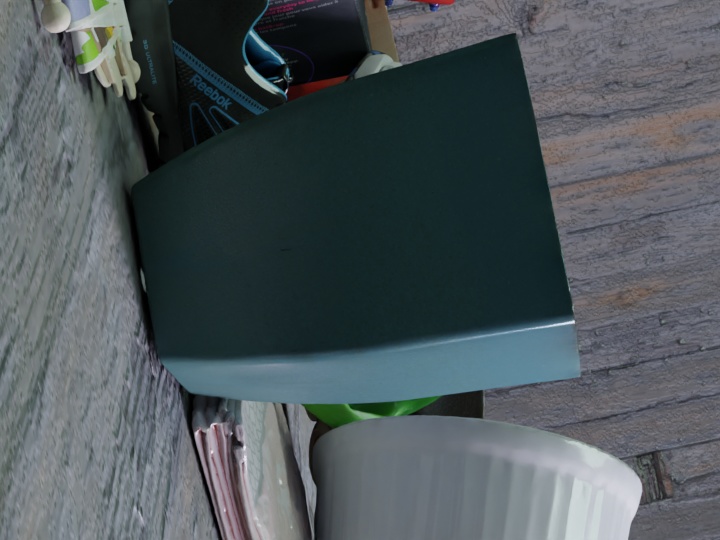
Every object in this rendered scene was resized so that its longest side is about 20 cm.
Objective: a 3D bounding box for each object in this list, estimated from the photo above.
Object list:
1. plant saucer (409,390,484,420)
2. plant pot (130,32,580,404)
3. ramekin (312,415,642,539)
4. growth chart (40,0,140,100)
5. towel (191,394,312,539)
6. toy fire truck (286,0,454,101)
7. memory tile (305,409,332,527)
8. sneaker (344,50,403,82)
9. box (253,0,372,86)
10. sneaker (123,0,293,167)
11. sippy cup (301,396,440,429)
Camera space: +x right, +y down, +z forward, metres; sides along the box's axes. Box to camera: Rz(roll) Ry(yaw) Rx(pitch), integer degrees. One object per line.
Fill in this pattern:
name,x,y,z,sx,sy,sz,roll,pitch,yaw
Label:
plant saucer,0.029,0.090,1.615,0.200,0.036,0.202,-179,-90,-69
plant pot,-0.003,-0.009,1.187,0.141,0.198,0.143,62,17,-75
ramekin,0.064,0.164,1.438,0.201,0.199,0.099,70,26,-67
growth chart,-0.129,-0.151,1.096,0.200,0.018,0.146,14,66,-86
towel,-0.056,0.113,1.338,0.200,0.032,0.192,-93,171,-63
toy fire truck,0.007,-0.161,1.490,0.200,0.048,0.142,-159,-106,-69
memory tile,-0.007,0.127,1.628,0.153,0.017,0.202,126,-39,-58
sneaker,0.002,-0.045,1.348,0.076,0.077,0.201,105,12,-50
box,-0.068,-0.189,1.354,0.200,0.121,0.107,73,7,-69
sneaker,-0.070,-0.070,1.271,0.074,0.081,0.201,-102,180,-48
sippy cup,0.000,0.000,1.459,0.131,0.139,0.178,50,7,-31
